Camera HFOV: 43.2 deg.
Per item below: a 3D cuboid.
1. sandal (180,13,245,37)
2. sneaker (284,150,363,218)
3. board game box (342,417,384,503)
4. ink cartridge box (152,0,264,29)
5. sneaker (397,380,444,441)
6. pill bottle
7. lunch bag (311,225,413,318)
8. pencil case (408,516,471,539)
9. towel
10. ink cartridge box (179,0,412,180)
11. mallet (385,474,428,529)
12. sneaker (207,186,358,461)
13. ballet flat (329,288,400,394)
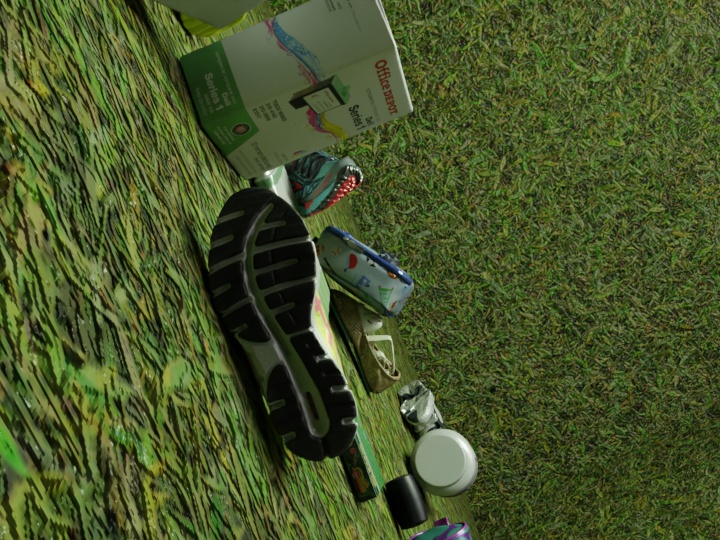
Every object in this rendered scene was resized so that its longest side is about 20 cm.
[{"bbox_3d":[-0.175,-0.319,0.936,0.200,0.079,0.087,65,1,-67],"label":"sandal"},{"bbox_3d":[-0.070,-0.123,1.191,0.096,0.079,0.200,56,-24,-8],"label":"sneaker"},{"bbox_3d":[-0.022,0.142,0.973,0.105,0.023,0.201,61,8,-82],"label":"board game box"},{"bbox_3d":[-0.159,-0.320,0.754,0.146,0.083,0.201,3,64,-62],"label":"ink cartridge box"},{"bbox_3d":[0.142,0.327,1.980,0.130,0.079,0.199,60,-5,-10],"label":"sneaker"},{"bbox_3d":[0.152,0.353,1.667,0.200,0.119,0.120,59,11,-72],"label":"pill bottle"},{"bbox_3d":[0.000,0.000,1.363,0.160,0.076,0.200,34,-4,9],"label":"lunch bag"},{"bbox_3d":[0.131,0.425,1.163,0.201,0.085,0.092,69,19,2],"label":"pencil case"},{"bbox_3d":[-0.083,-0.035,1.116,0.149,0.031,0.201,-89,161,-76],"label":"towel"},{"bbox_3d":[-0.057,-0.186,0.913,0.145,0.199,0.084,58,11,-71],"label":"ink cartridge box"},{"bbox_3d":[0.070,0.327,1.235,0.200,0.041,0.066,71,-2,-65],"label":"mallet"},{"bbox_3d":[-0.060,0.039,0.669,0.090,0.078,0.201,132,-58,-85],"label":"sneaker"},{"bbox_3d":[0.011,0.100,1.393,0.071,0.065,0.201,-103,171,-57],"label":"ballet flat"}]
